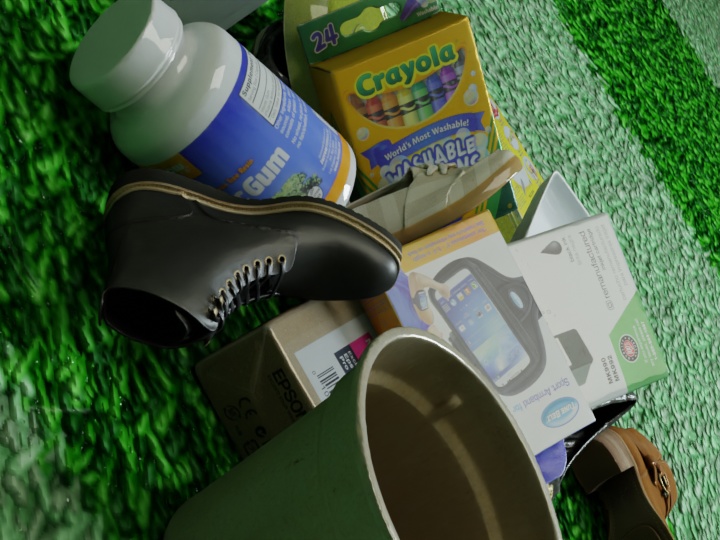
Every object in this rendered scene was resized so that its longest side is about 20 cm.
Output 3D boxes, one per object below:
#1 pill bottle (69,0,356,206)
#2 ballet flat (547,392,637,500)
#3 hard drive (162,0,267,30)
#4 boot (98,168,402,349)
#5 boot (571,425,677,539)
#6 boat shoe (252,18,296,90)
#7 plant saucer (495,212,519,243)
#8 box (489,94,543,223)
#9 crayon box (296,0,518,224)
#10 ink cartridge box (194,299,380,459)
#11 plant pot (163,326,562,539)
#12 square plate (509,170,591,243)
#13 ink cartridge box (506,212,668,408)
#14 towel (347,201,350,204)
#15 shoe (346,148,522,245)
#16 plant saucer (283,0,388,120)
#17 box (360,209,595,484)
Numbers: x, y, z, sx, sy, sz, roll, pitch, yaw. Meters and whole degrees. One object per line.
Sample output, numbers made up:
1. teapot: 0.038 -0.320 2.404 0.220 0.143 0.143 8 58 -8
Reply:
1. pill bottle: -0.104 -0.102 1.003 0.200 0.112 0.112 39 34 -36
2. ballet flat: 0.194 0.152 1.290 0.200 0.057 0.067 -47 149 -44
3. hard drive: -0.143 -0.258 1.063 0.200 0.132 0.025 34 38 -42
4. boot: -0.070 0.013 0.908 0.199 0.078 0.139 9 33 -8
5. boot: 0.277 0.244 1.393 0.201 0.077 0.155 60 22 15
6. boat shoe: -0.056 -0.176 1.207 0.072 0.066 0.201 54 28 -12
7. plant saucer: 0.117 -0.014 1.340 0.199 0.048 0.201 26 37 -54
8. box: 0.142 -0.105 1.508 0.201 0.048 0.117 59 27 -10
9. crayon box: 0.040 -0.119 1.135 0.052 0.125 0.201 31 -38 63
10. ink cartridge box: -0.007 0.118 1.002 0.201 0.075 0.165 60 28 1
11. plant pot: -0.009 0.161 0.835 0.200 0.183 0.201 41 34 -35
12. square plate: 0.160 0.038 1.281 0.198 0.028 0.201 43 70 -51
13. ink cartridge box: 0.125 0.055 1.131 0.199 0.084 0.147 -18 84 -29
14. towel: 0.000 0.000 1.176 0.201 0.031 0.149 59 26 -4
15. shoe: 0.030 -0.048 1.080 0.054 0.199 0.070 62 -7 -5
16. plant saucer: -0.008 -0.179 1.203 0.200 0.031 0.201 -6 90 -68
17. box: 0.087 0.067 1.033 0.119 0.041 0.201 -24 82 -33
